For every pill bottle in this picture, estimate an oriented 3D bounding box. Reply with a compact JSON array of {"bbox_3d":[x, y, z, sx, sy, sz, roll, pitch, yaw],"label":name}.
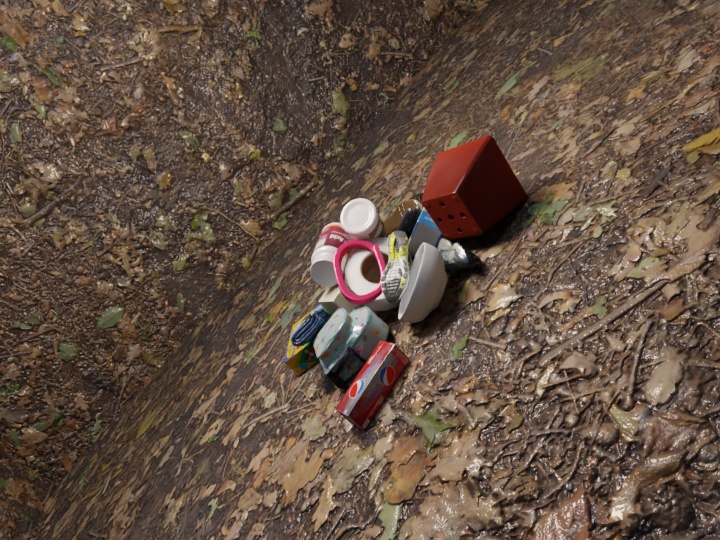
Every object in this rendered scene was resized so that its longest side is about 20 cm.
[{"bbox_3d":[-0.088,-0.049,1.607,0.113,0.114,0.202,-34,24,29],"label":"pill bottle"},{"bbox_3d":[0.017,-0.123,1.579,0.112,0.200,0.117,-5,69,13],"label":"pill bottle"}]

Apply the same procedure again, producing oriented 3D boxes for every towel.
[{"bbox_3d":[-0.138,0.163,1.486,0.112,0.048,0.200,-48,-3,3],"label":"towel"}]

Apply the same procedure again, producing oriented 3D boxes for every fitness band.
[{"bbox_3d":[0.000,0.000,1.440,0.141,0.038,0.203,-19,57,3],"label":"fitness band"}]

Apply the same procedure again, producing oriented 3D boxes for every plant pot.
[{"bbox_3d":[0.276,-0.195,1.360,0.177,0.201,0.198,-50,23,-26],"label":"plant pot"}]

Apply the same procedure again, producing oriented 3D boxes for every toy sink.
[{"bbox_3d":[-0.013,0.059,1.607,0.202,0.130,0.111,-56,22,-21],"label":"toy sink"}]

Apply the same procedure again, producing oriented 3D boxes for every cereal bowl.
[{"bbox_3d":[0.163,0.039,1.310,0.200,0.082,0.204,-161,89,-88],"label":"cereal bowl"}]

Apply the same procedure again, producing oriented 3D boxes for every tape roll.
[{"bbox_3d":[0.055,0.009,1.484,0.197,0.071,0.206,-5,58,7],"label":"tape roll"}]

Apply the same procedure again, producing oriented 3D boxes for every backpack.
[{"bbox_3d":[-0.026,0.185,1.376,0.200,0.154,0.176,-43,15,-1],"label":"backpack"}]

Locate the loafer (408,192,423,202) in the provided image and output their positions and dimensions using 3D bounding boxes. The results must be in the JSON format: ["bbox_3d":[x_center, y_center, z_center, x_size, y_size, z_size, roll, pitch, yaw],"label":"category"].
[{"bbox_3d":[0.212,-0.227,1.759,0.071,0.073,0.201,-42,22,9],"label":"loafer"}]

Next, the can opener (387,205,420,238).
[{"bbox_3d":[0.134,-0.121,1.541,0.063,0.079,0.202,-23,-26,-33],"label":"can opener"}]

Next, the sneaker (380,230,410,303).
[{"bbox_3d":[0.106,-0.002,1.391,0.073,0.085,0.204,0,65,21],"label":"sneaker"}]

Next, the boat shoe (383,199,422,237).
[{"bbox_3d":[0.139,-0.162,1.621,0.199,0.063,0.073,-32,62,56],"label":"boat shoe"}]

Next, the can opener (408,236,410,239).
[{"bbox_3d":[0.099,-0.077,1.740,0.198,0.053,0.067,-31,24,34],"label":"can opener"}]

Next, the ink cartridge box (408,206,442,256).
[{"bbox_3d":[0.215,-0.150,1.519,0.147,0.083,0.202,106,-169,-56],"label":"ink cartridge box"}]

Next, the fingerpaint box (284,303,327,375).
[{"bbox_3d":[-0.154,0.210,1.685,0.166,0.073,0.201,-38,22,21],"label":"fingerpaint box"}]

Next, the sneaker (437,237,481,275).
[{"bbox_3d":[0.243,-0.021,1.350,0.087,0.077,0.200,-58,13,2],"label":"sneaker"}]

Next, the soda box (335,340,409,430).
[{"bbox_3d":[0.030,0.268,1.232,0.201,0.063,0.070,-53,22,-18],"label":"soda box"}]

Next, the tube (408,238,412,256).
[{"bbox_3d":[0.125,-0.045,1.646,0.199,0.053,0.058,-38,-14,32],"label":"tube"}]
